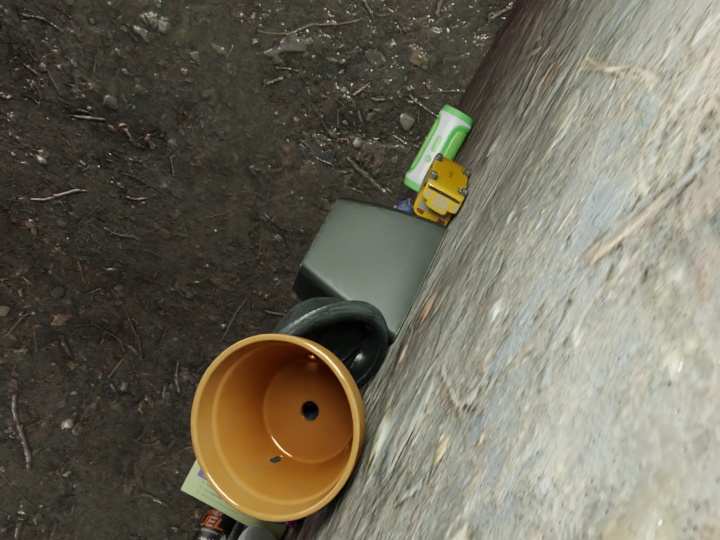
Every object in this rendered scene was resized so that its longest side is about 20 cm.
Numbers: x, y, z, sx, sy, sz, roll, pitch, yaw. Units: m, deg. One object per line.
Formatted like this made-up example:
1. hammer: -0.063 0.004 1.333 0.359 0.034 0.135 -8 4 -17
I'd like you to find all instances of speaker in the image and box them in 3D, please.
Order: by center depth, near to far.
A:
1. speaker: 0.178 -0.272 1.593 0.202 0.088 0.088 -61 2 10

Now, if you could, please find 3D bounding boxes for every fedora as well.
1. fedora: -0.062 0.103 0.969 0.202 0.199 0.092 -61 38 19

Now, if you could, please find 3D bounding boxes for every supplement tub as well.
1. supplement tub: -0.256 0.517 1.359 0.201 0.121 0.123 -63 3 -36

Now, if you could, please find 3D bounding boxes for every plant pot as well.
1. plant pot: -0.080 0.174 0.819 0.202 0.199 0.140 -61 -14 5
2. plant pot: 0.000 0.000 1.110 0.201 0.176 0.200 -62 3 -19

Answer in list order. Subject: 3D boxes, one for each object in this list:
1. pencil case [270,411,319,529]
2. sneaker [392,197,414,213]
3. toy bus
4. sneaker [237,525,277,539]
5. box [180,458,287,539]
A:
1. pencil case: -0.102 0.261 1.005 0.091 0.085 0.202 -2 62 37
2. sneaker: 0.120 -0.160 1.950 0.079 0.075 0.200 -52 9 -3
3. toy bus: 0.132 -0.133 1.128 0.079 0.065 0.200 -61 2 26
4. sneaker: -0.182 0.461 0.975 0.116 0.074 0.200 -62 -3 19
5. box: -0.157 0.292 1.112 0.202 0.174 0.097 -62 3 -4
